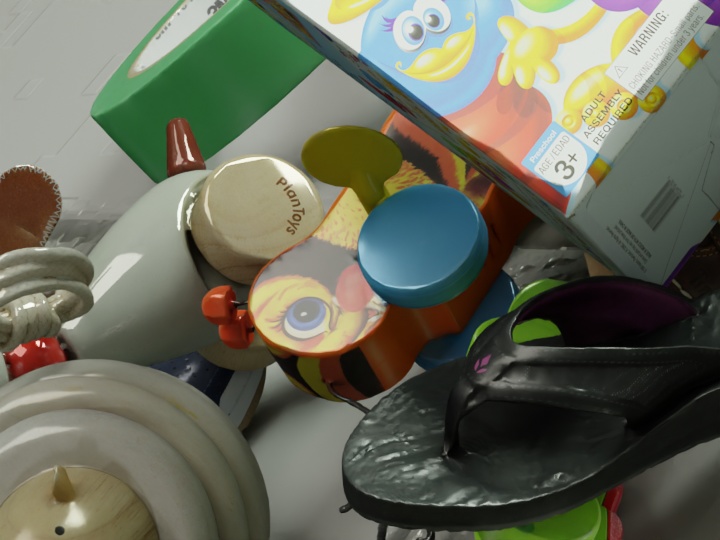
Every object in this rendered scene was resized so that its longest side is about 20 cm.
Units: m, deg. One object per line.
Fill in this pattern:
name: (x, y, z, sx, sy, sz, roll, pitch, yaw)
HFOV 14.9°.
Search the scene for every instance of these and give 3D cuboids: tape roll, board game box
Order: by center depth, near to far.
board game box: (0.041, -0.097, 0.908, 0.200, 0.105, 0.103, 38, 90, 25)
tape roll: (-0.042, -0.128, 1.310, 0.200, 0.048, 0.200, -42, 13, 12)

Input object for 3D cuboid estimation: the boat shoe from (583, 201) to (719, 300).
boat shoe: (0.109, -0.071, 0.982, 0.070, 0.070, 0.200, -37, 54, 36)

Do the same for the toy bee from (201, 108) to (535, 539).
toy bee: (0.000, 0.000, 0.994, 0.108, 0.131, 0.200, 11, 41, 26)

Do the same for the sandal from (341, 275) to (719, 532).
sandal: (0.083, 0.025, 0.847, 0.200, 0.048, 0.075, -18, 33, -16)

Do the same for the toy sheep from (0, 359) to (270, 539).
toy sheep: (-0.096, 0.095, 0.990, 0.138, 0.138, 0.200, -36, 4, 9)

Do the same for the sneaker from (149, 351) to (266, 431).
sneaker: (-0.140, 0.069, 1.108, 0.200, 0.109, 0.070, -39, 25, 2)

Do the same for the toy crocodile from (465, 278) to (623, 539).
toy crocodile: (0.059, 0.076, 0.890, 0.200, 0.062, 0.068, -89, 13, -56)

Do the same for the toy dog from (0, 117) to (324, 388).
toy dog: (-0.107, -0.004, 1.056, 0.132, 0.200, 0.096, -51, 59, 39)
